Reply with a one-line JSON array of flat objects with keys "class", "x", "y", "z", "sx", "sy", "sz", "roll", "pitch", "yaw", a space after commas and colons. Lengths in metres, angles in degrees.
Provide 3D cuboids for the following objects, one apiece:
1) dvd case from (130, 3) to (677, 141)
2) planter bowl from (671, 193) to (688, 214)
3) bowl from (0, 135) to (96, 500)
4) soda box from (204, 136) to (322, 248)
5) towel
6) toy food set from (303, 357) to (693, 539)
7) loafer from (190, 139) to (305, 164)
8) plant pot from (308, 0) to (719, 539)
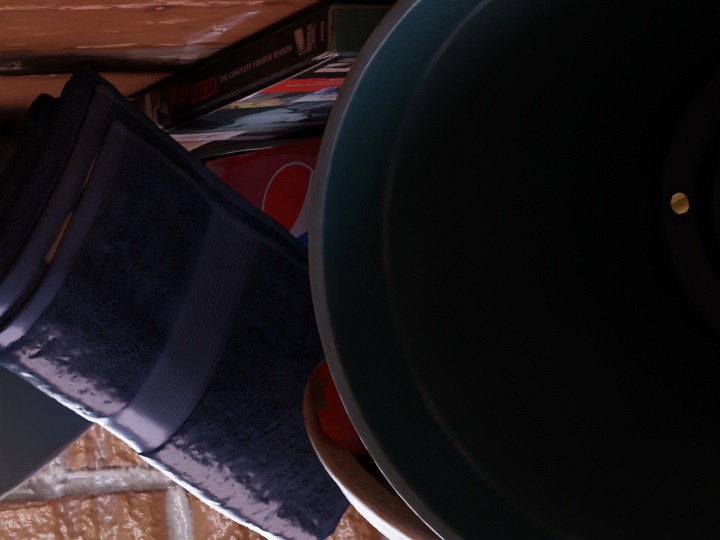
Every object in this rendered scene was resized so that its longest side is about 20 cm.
[{"class": "dvd case", "x": 0.008, "y": -0.075, "z": 0.740, "sx": 0.145, "sy": 0.022, "sz": 0.200, "roll": -4, "pitch": 176, "yaw": -27}, {"class": "planter bowl", "x": 0.143, "y": -0.011, "z": 0.875, "sx": 0.199, "sy": 0.084, "sz": 0.200, "roll": -28, "pitch": 171, "yaw": -5}, {"class": "bowl", "x": -0.178, "y": 0.015, "z": 0.842, "sx": 0.200, "sy": 0.105, "sz": 0.201, "roll": -32, "pitch": -158, "yaw": 15}, {"class": "soda box", "x": 0.017, "y": -0.029, "z": 0.805, "sx": 0.070, "sy": 0.064, "sz": 0.199, "roll": -5, "pitch": 179, "yaw": -42}, {"class": "towel", "x": -0.064, "y": 0.022, "z": 0.732, "sx": 0.048, "sy": 0.112, "sz": 0.200, "roll": -5, "pitch": 145, "yaw": 44}, {"class": "toy food set", "x": 0.077, "y": 0.062, "z": 0.708, "sx": 0.199, "sy": 0.049, "sz": 0.198, "roll": -8, "pitch": -148, "yaw": -40}, {"class": "loafer", "x": 0.009, "y": -0.040, "z": 0.969, "sx": 0.198, "sy": 0.064, "sz": 0.072, "roll": -4, "pitch": 176, "yaw": -26}, {"class": "plant pot", "x": 0.116, "y": -0.013, "z": 0.611, "sx": 0.199, "sy": 0.202, "sz": 0.187, "roll": -7, "pitch": -176, "yaw": 34}]
